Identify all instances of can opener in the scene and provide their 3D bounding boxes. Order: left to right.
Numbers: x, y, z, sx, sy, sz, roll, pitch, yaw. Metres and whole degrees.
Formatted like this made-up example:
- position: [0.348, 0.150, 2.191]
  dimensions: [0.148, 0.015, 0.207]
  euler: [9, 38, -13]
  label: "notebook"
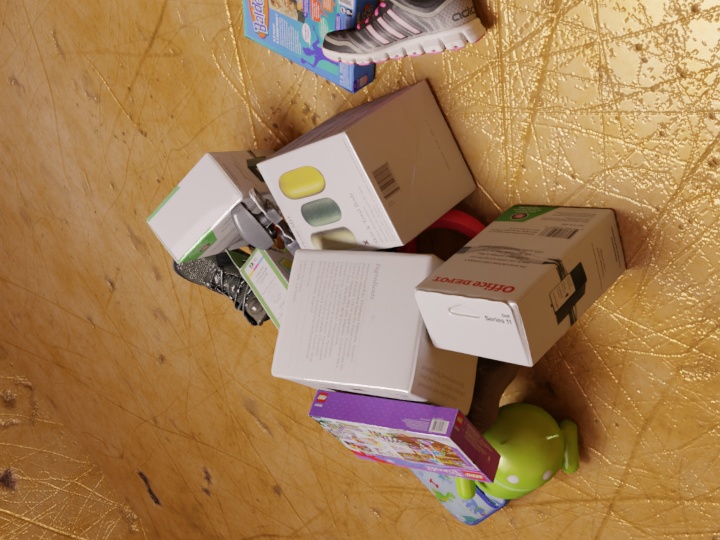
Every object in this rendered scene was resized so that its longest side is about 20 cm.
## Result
- position: [-0.101, -0.032, 1.266]
  dimensions: [0.200, 0.067, 0.053]
  euler: [50, -174, -36]
  label: "can opener"

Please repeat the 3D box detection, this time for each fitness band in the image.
- position: [0.117, 0.007, 1.227]
  dimensions: [0.143, 0.037, 0.201]
  euler: [18, 133, 24]
  label: "fitness band"

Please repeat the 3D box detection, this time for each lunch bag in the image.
- position: [0.147, 0.285, 1.428]
  dimensions: [0.200, 0.082, 0.161]
  euler: [48, 143, 6]
  label: "lunch bag"

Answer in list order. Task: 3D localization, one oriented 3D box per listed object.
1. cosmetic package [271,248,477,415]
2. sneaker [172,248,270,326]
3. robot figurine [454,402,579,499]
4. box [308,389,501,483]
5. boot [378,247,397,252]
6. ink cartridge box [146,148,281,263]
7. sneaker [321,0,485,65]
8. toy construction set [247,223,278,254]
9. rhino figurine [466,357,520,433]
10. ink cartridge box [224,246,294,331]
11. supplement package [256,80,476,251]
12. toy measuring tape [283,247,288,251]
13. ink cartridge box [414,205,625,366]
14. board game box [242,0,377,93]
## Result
- position: [0.027, 0.076, 1.153]
  dimensions: [0.199, 0.166, 0.165]
  euler: [3, 166, 33]
  label: "cosmetic package"
- position: [-0.188, 0.019, 1.416]
  dimensions: [0.199, 0.114, 0.076]
  euler: [20, 111, -16]
  label: "sneaker"
- position: [0.207, 0.245, 1.260]
  dimensions: [0.200, 0.174, 0.116]
  euler: [99, 160, -70]
  label: "robot figurine"
- position: [0.053, 0.199, 1.126]
  dimensions: [0.199, 0.039, 0.137]
  euler: [3, 149, 34]
  label: "box"
- position: [0.000, 0.001, 1.360]
  dimensions: [0.203, 0.073, 0.154]
  euler: [8, 129, 48]
  label: "boot"
- position: [-0.191, -0.097, 1.350]
  dimensions: [0.146, 0.200, 0.084]
  euler: [-43, 82, 21]
  label: "ink cartridge box"
- position: [0.041, -0.284, 1.042]
  dimensions: [0.199, 0.074, 0.088]
  euler: [-1, 112, 32]
  label: "sneaker"
- position: [-0.189, -0.052, 1.530]
  dimensions: [0.200, 0.092, 0.131]
  euler: [42, 153, 7]
  label: "toy construction set"
- position: [0.141, 0.160, 1.195]
  dimensions: [0.087, 0.201, 0.060]
  euler: [24, 173, 23]
  label: "rhino figurine"
- position: [-0.103, 0.020, 1.336]
  dimensions: [0.059, 0.104, 0.200]
  euler: [-53, 50, 17]
  label: "ink cartridge box"
- position: [0.005, -0.119, 1.173]
  dimensions: [0.200, 0.150, 0.152]
  euler: [-9, 114, 53]
  label: "supplement package"
- position: [-0.057, 0.019, 1.418]
  dimensions: [0.200, 0.073, 0.074]
  euler: [53, 153, 39]
  label: "toy measuring tape"
- position: [0.179, 0.011, 1.036]
  dimensions: [0.146, 0.200, 0.083]
  euler: [8, 126, 47]
  label: "ink cartridge box"
- position: [-0.067, -0.332, 1.166]
  dimensions: [0.200, 0.045, 0.153]
  euler: [33, 141, 27]
  label: "board game box"
